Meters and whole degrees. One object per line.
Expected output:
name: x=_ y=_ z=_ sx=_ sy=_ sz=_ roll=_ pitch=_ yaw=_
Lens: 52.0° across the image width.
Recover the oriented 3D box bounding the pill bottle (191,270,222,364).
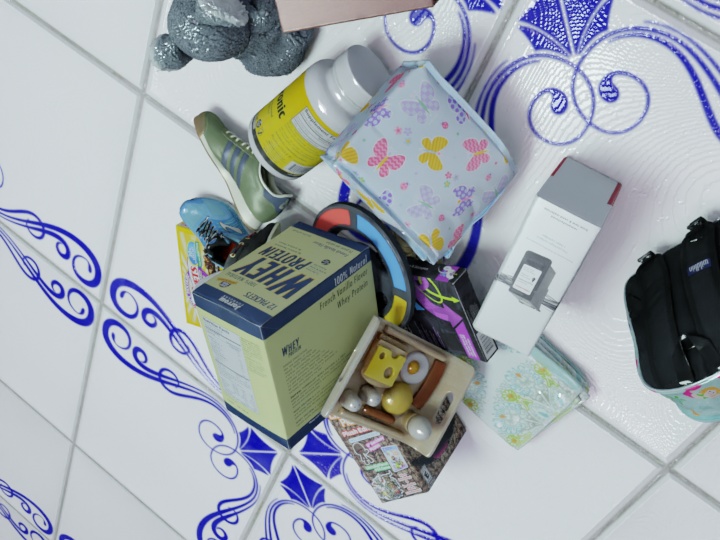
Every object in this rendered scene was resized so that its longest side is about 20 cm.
pill bottle: x=-0.211 y=0.109 z=1.270 sx=0.112 sy=0.113 sz=0.202 roll=6 pitch=121 yaw=29

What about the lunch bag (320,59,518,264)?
lunch bag: x=0.077 y=-0.129 z=0.916 sx=0.200 sy=0.127 sz=0.170 roll=41 pitch=92 yaw=-17

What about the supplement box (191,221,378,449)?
supplement box: x=-0.087 y=0.080 z=0.980 sx=0.133 sy=0.200 sz=0.202 roll=20 pitch=133 yaw=37

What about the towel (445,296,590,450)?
towel: x=0.209 y=0.152 z=1.075 sx=0.200 sy=0.048 sz=0.172 roll=43 pitch=128 yaw=6

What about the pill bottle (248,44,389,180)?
pill bottle: x=-0.054 y=-0.215 z=1.005 sx=0.199 sy=0.111 sz=0.112 roll=-29 pitch=98 yaw=38

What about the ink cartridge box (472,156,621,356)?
ink cartridge box: x=0.228 y=-0.017 z=0.909 sx=0.083 sy=0.145 sz=0.201 roll=28 pitch=126 yaw=13

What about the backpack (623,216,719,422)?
backpack: x=0.394 y=0.066 z=0.817 sx=0.150 sy=0.201 sz=0.177 roll=37 pitch=130 yaw=-16

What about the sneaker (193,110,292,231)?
sneaker: x=-0.174 y=-0.170 z=1.141 sx=0.089 sy=0.067 sz=0.202 roll=-28 pitch=88 yaw=18

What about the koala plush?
koala plush: x=-0.171 y=-0.327 z=0.961 sx=0.176 sy=0.200 sz=0.185 roll=-18 pitch=105 yaw=37

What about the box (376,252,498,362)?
box: x=0.088 y=0.048 z=1.042 sx=0.199 sy=0.036 sz=0.144 roll=13 pitch=139 yaw=48

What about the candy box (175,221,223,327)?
candy box: x=-0.277 y=0.017 z=1.322 sx=0.101 sy=0.026 sz=0.202 roll=16 pitch=121 yaw=27

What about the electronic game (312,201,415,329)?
electronic game: x=0.000 y=0.000 z=1.025 sx=0.199 sy=0.041 sz=0.202 roll=31 pitch=136 yaw=35

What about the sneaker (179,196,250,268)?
sneaker: x=-0.223 y=-0.055 z=1.191 sx=0.199 sy=0.090 sz=0.079 roll=38 pitch=105 yaw=19

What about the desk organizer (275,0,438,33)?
desk organizer: x=-0.006 y=-0.349 z=0.898 sx=0.198 sy=0.072 sz=0.078 roll=-4 pitch=117 yaw=17

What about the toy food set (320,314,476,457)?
toy food set: x=0.056 y=0.160 z=0.989 sx=0.060 sy=0.199 sz=0.145 roll=29 pitch=90 yaw=54

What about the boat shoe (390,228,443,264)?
boat shoe: x=0.071 y=-0.042 z=1.046 sx=0.071 sy=0.064 sz=0.202 roll=6 pitch=118 yaw=29

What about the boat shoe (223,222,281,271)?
boat shoe: x=-0.155 y=-0.027 z=1.097 sx=0.062 sy=0.202 sz=0.075 roll=6 pitch=111 yaw=3

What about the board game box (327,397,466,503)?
board game box: x=0.050 y=0.220 z=1.138 sx=0.096 sy=0.159 sz=0.201 roll=-27 pitch=99 yaw=38
